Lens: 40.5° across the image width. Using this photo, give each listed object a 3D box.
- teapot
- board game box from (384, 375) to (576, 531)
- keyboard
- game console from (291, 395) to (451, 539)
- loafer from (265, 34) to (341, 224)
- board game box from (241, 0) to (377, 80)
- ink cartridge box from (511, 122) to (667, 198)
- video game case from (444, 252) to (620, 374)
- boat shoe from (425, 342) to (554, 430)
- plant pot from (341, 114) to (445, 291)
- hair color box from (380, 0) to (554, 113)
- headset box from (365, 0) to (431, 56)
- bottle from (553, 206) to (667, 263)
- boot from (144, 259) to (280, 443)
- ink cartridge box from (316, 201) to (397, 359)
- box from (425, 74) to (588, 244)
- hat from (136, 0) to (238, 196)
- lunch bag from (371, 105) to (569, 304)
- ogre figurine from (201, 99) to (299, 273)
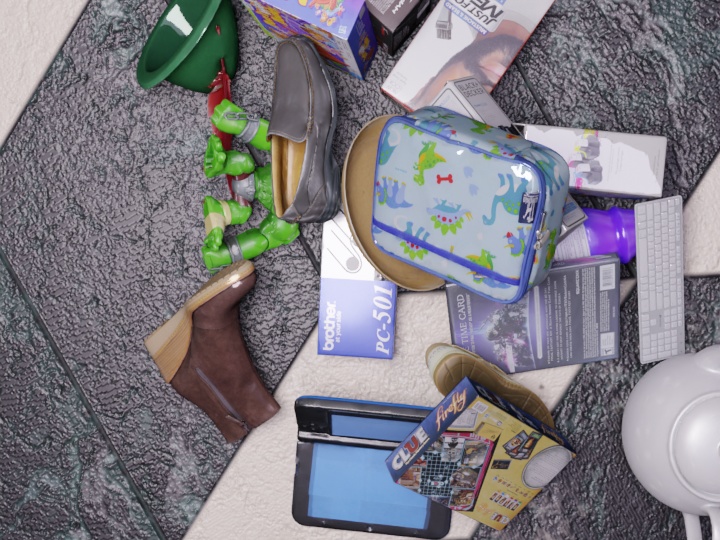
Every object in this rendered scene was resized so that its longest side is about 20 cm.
[{"bbox_3d":[0.395,0.195,1.103,0.197,0.146,0.201,-40,92,4],"label":"teapot"},{"bbox_3d":[0.138,0.211,1.096,0.136,0.035,0.199,-47,129,12],"label":"board game box"},{"bbox_3d":[0.346,0.013,1.126,0.055,0.011,0.203,-13,113,-10],"label":"keyboard"},{"bbox_3d":[0.017,0.232,1.137,0.196,0.171,0.120,5,66,2],"label":"game console"},{"bbox_3d":[-0.068,-0.149,1.042,0.072,0.072,0.204,-5,95,41],"label":"loafer"},{"bbox_3d":[-0.054,-0.275,1.066,0.133,0.200,0.045,26,92,5],"label":"board game box"},{"bbox_3d":[0.233,-0.123,1.109,0.196,0.115,0.069,6,92,3],"label":"ink cartridge box"},{"bbox_3d":[0.201,0.057,1.131,0.196,0.019,0.145,-8,124,3],"label":"video game case"},{"bbox_3d":[0.151,0.143,1.134,0.074,0.066,0.200,-46,120,3],"label":"boat shoe"},{"bbox_3d":[0.049,-0.075,1.107,0.027,0.198,0.203,-17,93,46],"label":"plant pot"},{"bbox_3d":[0.123,-0.260,1.133,0.110,0.064,0.201,35,95,-1],"label":"hair color box"},{"bbox_3d":[-0.014,-0.345,1.091,0.199,0.149,0.077,41,93,-1],"label":"headset box"},{"bbox_3d":[0.254,-0.030,1.137,0.196,0.065,0.085,-14,96,2],"label":"bottle"},{"bbox_3d":[-0.145,0.096,1.136,0.199,0.072,0.167,-38,97,31],"label":"boot"},{"bbox_3d":[0.000,0.000,1.158,0.092,0.044,0.204,3,93,4],"label":"ink cartridge box"},{"bbox_3d":[0.134,-0.094,1.046,0.201,0.060,0.117,52,128,11],"label":"box"},{"bbox_3d":[-0.151,-0.234,1.149,0.175,0.167,0.200,32,119,-31],"label":"hat"},{"bbox_3d":[0.106,-0.065,0.989,0.198,0.082,0.163,26,123,29],"label":"lunch bag"},{"bbox_3d":[-0.119,-0.095,1.119,0.118,0.098,0.204,-6,103,-25],"label":"ogre figurine"}]
